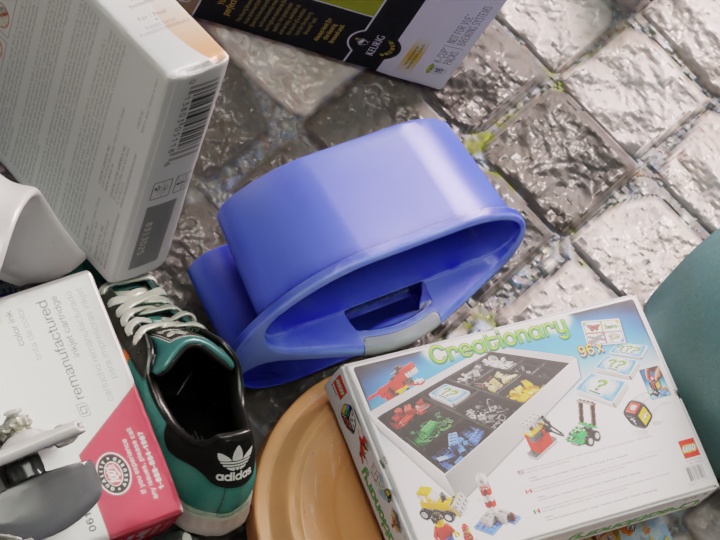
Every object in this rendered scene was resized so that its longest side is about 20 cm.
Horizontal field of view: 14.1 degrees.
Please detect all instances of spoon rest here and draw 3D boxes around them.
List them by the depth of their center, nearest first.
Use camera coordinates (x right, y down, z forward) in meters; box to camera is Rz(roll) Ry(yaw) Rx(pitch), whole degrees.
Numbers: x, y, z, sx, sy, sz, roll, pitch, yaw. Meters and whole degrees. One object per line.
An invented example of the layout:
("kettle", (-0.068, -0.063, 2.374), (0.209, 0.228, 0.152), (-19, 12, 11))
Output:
("spoon rest", (-0.195, -0.025, 1.558), (0.099, 0.200, 0.061), (27, 93, -4))

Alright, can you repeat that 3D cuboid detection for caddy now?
("caddy", (0.000, 0.000, 1.668), (0.200, 0.141, 0.105), (-20, 68, -29))

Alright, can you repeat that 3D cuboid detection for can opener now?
("can opener", (-0.222, 0.121, 1.457), (0.200, 0.053, 0.067), (-18, 85, -23))

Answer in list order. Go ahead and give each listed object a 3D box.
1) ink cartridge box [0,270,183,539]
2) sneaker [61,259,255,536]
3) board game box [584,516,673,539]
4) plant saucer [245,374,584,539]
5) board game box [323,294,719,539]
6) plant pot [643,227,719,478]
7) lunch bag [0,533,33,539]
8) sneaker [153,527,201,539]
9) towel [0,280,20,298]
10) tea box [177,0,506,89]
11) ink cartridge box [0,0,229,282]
("ink cartridge box", (-0.215, 0.102, 1.541), (0.200, 0.086, 0.148), (-19, 83, -26))
("sneaker", (-0.107, 0.048, 1.615), (0.071, 0.080, 0.200), (-12, 52, -30))
("board game box", (0.083, 0.163, 1.678), (0.200, 0.034, 0.135), (-14, 70, -27))
("plant saucer", (0.034, 0.142, 1.630), (0.200, 0.032, 0.201), (9, 61, -17))
("board game box", (0.092, 0.094, 1.639), (0.200, 0.035, 0.126), (-12, 70, -27))
("plant pot", (0.243, 0.052, 1.728), (0.135, 0.200, 0.200), (-11, 64, 12))
("lunch bag", (-0.177, 0.231, 1.436), (0.160, 0.076, 0.200), (-8, 78, -25))
("sneaker", (-0.097, 0.236, 1.558), (0.085, 0.074, 0.200), (31, 47, -35))
("towel", (-0.261, 0.019, 1.627), (0.145, 0.024, 0.200), (-12, 68, -24))
("tea box", (0.001, -0.234, 1.753), (0.197, 0.200, 0.134), (15, 60, -15))
("ink cartridge box", (-0.164, -0.115, 1.627), (0.050, 0.162, 0.200), (-19, 55, -35))
